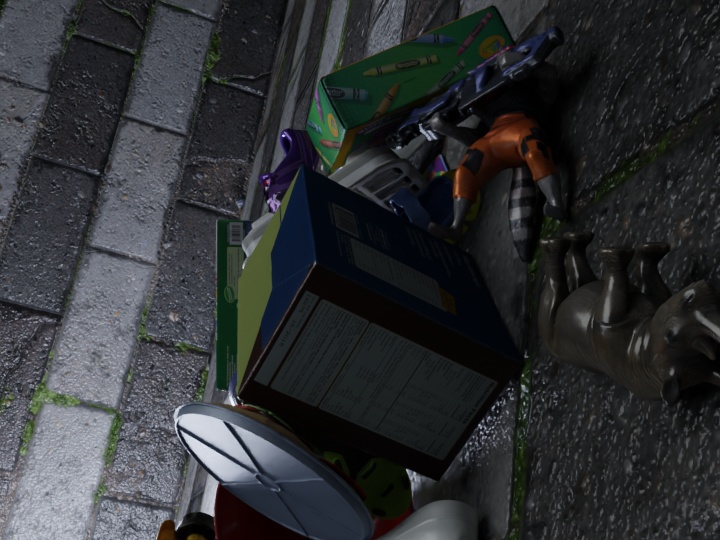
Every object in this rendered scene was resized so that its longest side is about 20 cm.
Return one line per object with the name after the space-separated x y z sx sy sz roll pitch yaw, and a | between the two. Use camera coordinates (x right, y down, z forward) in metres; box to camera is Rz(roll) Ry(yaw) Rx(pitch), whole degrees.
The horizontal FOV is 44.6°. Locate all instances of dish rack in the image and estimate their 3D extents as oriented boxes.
-0.026 -0.058 0.921 0.198 0.044 0.171 -34 -17 10 | dish rack

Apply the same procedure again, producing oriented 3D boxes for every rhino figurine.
0.160 0.029 0.515 0.200 0.058 0.090 -152 59 -75 | rhino figurine

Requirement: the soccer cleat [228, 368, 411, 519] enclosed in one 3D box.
-0.034 0.150 0.798 0.065 0.199 0.084 -53 9 -10 | soccer cleat

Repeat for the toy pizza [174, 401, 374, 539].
-0.072 0.169 0.752 0.032 0.198 0.200 -56 4 -30 | toy pizza

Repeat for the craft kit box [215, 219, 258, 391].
-0.132 0.036 1.122 0.197 0.047 0.205 -10 -79 -76 | craft kit box

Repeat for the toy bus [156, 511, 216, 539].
-0.193 0.446 1.211 0.137 0.195 0.195 -91 14 -49 | toy bus

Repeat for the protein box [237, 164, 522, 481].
0.007 0.041 0.779 0.136 0.197 0.200 -56 21 20 | protein box

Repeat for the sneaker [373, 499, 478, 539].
0.027 0.285 0.714 0.201 0.073 0.117 -52 25 37 | sneaker

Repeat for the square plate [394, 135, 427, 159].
0.003 -0.110 1.125 0.200 0.029 0.198 -44 6 -17 | square plate

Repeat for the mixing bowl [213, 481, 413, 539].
-0.037 0.235 0.877 0.108 0.196 0.205 17 -92 -79 | mixing bowl

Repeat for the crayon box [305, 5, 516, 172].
0.049 -0.179 0.879 0.059 0.197 0.119 62 165 7 | crayon box

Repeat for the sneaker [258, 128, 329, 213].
-0.092 -0.080 1.081 0.081 0.082 0.204 138 144 -65 | sneaker

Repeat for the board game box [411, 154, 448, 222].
0.058 -0.047 1.025 0.201 0.038 0.160 -101 29 -59 | board game box

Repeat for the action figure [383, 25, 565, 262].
0.112 -0.111 0.774 0.198 0.104 0.197 -19 49 45 | action figure

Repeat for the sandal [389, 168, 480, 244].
0.048 -0.013 0.912 0.079 0.086 0.204 39 120 44 | sandal
